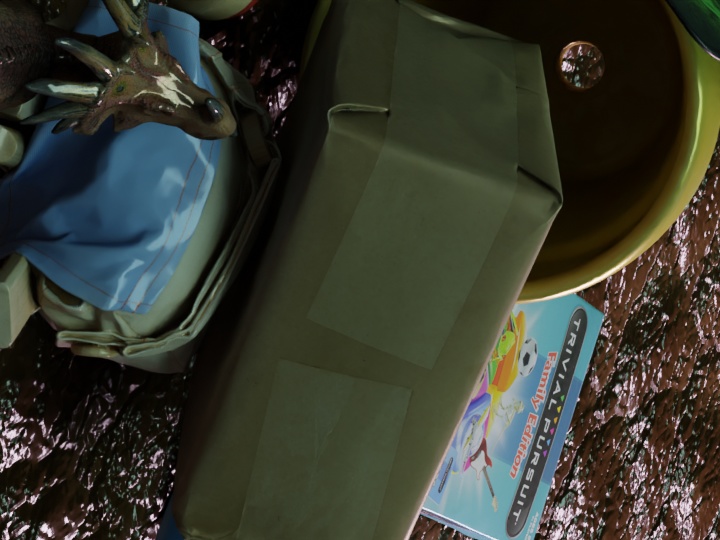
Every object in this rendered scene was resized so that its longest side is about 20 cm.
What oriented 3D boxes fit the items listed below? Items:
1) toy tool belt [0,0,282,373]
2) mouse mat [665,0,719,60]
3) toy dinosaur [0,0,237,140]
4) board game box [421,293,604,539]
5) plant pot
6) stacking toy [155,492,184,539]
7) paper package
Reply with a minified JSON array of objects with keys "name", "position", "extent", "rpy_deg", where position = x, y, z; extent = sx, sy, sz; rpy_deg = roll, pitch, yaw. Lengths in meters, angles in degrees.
[{"name":"toy tool belt","position":[-0.096,-0.062,0.938],"extent":[0.123,0.124,0.202],"rpy_deg":[18,86,-66]},{"name":"mouse mat","position":[0.131,-0.156,1.054],"extent":[0.008,0.201,0.160],"rpy_deg":[-45,154,19]},{"name":"toy dinosaur","position":[-0.148,-0.078,0.826],"extent":[0.199,0.135,0.087],"rpy_deg":[-20,121,-40]},{"name":"board game box","position":[0.059,0.064,1.291],"extent":[0.200,0.047,0.152],"rpy_deg":[30,76,-56]},{"name":"plant pot","position":[0.092,-0.096,1.166],"extent":[0.189,0.199,0.203],"rpy_deg":[-27,125,-69]},{"name":"stacking toy","position":[-0.017,0.142,1.175],"extent":[0.111,0.115,0.200],"rpy_deg":[-68,161,-2]},{"name":"paper package","position":[0.000,0.000,1.005],"extent":[0.191,0.103,0.201],"rpy_deg":[-89,-161,-64]}]
